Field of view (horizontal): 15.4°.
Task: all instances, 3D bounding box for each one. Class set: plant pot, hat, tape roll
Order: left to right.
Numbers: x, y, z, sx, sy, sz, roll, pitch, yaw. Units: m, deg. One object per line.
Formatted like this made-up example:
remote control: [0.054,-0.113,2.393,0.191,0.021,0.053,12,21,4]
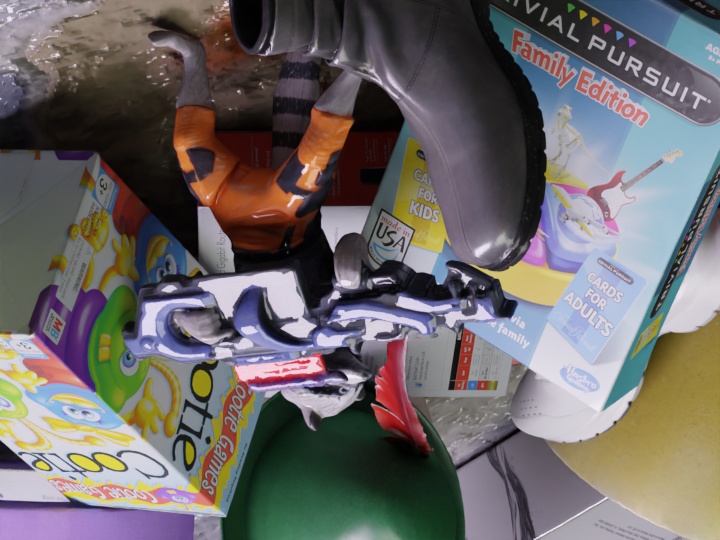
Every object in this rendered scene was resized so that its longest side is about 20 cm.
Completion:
tape roll: [-0.195,0.152,1.510,0.199,0.066,0.200,4,-176,0]
hat: [0.035,0.127,1.399,0.199,0.167,0.176,19,161,-36]
plant pot: [0.219,0.055,1.553,0.199,0.200,0.143,7,115,-33]

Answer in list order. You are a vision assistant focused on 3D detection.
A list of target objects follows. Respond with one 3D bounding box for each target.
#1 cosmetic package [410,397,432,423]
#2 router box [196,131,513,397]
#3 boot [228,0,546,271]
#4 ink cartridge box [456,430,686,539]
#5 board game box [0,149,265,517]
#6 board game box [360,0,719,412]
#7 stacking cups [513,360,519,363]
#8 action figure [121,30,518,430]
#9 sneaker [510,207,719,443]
cosmetic package: [0.005,0.169,1.599,0.071,0.201,0.101,16,138,-42]
router box: [0.000,0.000,1.438,0.178,0.049,0.200,0,148,-4]
boot: [0.004,-0.094,1.180,0.131,0.201,0.070,3,153,-34]
ink cartridge box: [0.153,0.157,1.759,0.200,0.084,0.146,-33,145,28]
board game box: [-0.140,0.034,1.354,0.103,0.105,0.200,2,152,29]
board game box: [0.097,-0.057,1.263,0.047,0.151,0.201,-30,146,-55]
stacking cups: [0.129,-0.008,1.503,0.060,0.061,0.200,3,145,-28]
action figure: [-0.013,-0.019,1.279,0.199,0.194,0.105,2,-161,19]
sneaker: [0.125,0.024,1.453,0.087,0.075,0.200,12,139,-20]
